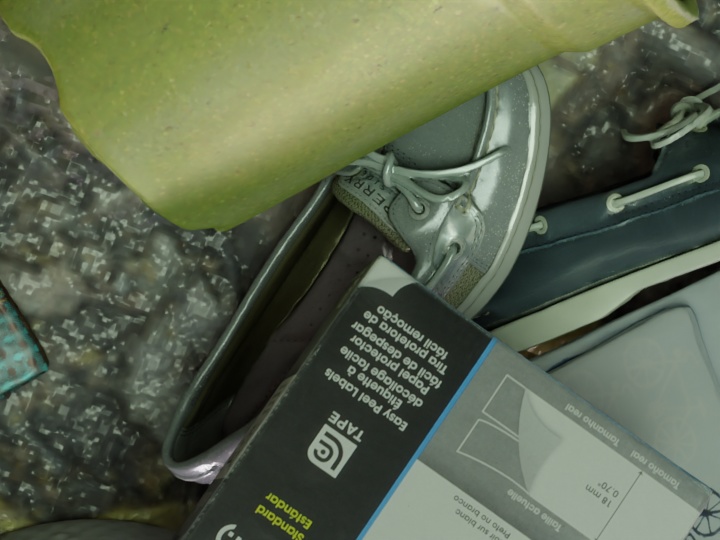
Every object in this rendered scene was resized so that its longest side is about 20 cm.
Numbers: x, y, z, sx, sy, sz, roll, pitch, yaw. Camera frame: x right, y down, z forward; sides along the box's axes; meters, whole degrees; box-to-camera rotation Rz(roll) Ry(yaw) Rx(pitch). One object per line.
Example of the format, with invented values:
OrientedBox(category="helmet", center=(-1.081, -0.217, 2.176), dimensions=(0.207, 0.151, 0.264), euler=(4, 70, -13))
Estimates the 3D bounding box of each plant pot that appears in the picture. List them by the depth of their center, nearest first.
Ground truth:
OrientedBox(category="plant pot", center=(-0.018, -0.115, 0.855), dimensions=(0.184, 0.200, 0.200), euler=(-35, 110, 14))

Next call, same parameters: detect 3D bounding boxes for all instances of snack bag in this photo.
OrientedBox(category="snack bag", center=(0.156, 0.093, 0.962), dimensions=(0.200, 0.021, 0.189), euler=(-25, 92, -26))

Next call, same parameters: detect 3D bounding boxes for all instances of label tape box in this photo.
OrientedBox(category="label tape box", center=(0.006, 0.118, 0.868), dimensions=(0.144, 0.063, 0.200), euler=(35, 82, -3))

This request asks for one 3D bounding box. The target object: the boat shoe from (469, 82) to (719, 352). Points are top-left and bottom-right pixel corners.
OrientedBox(category="boat shoe", center=(0.121, -0.031, 0.954), dimensions=(0.200, 0.075, 0.062), euler=(-26, 89, 13))

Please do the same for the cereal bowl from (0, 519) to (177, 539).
OrientedBox(category="cereal bowl", center=(-0.104, 0.202, 0.984), dimensions=(0.200, 0.083, 0.200), euler=(-3, 107, -10))

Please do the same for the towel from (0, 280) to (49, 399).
OrientedBox(category="towel", center=(-0.236, 0.028, 0.938), dimensions=(0.200, 0.022, 0.147), euler=(-29, 111, 0))

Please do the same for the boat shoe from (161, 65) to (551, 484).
OrientedBox(category="boat shoe", center=(-0.001, 0.000, 0.935), dimensions=(0.065, 0.074, 0.202), euler=(15, 115, -52))
